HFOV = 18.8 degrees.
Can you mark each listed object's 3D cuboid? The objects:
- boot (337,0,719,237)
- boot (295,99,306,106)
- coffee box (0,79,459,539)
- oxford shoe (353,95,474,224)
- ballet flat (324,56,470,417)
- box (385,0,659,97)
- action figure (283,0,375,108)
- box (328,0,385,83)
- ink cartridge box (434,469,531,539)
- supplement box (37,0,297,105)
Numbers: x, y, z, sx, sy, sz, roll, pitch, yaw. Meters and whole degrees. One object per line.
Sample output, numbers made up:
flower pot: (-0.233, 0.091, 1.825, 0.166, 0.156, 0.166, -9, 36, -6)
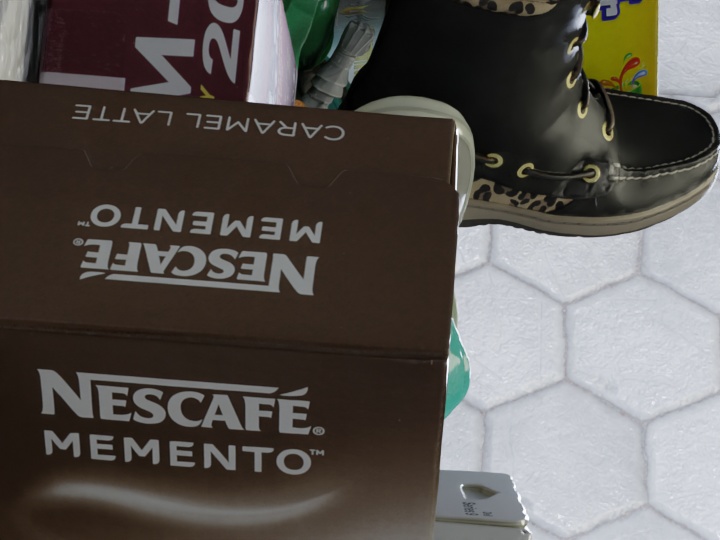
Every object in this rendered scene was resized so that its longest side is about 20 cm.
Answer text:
boot: (0.087, -0.093, 0.948, 0.073, 0.199, 0.151, -110, -152, -44)
boot: (-0.047, 0.022, 0.892, 0.200, 0.076, 0.156, 147, -69, -72)
coffee box: (-0.038, 0.059, 0.528, 0.080, 0.114, 0.201, -84, 177, -47)
oxford shoe: (0.000, 0.000, 0.928, 0.200, 0.075, 0.058, 119, -24, -49)
ballet flat: (0.008, -0.014, 1.099, 0.070, 0.067, 0.201, -9, 81, -48)
box: (0.068, -0.169, 1.078, 0.193, 0.121, 0.201, -104, -172, -55)
action figure: (-0.028, -0.107, 0.913, 0.118, 0.054, 0.201, -127, -141, -53)
box: (-0.023, -0.181, 1.156, 0.200, 0.048, 0.159, 95, -14, -72)
ink cartridge box: (0.025, 0.197, 0.992, 0.145, 0.087, 0.201, -99, -164, -86)
supplement box: (-0.055, -0.034, 0.655, 0.200, 0.061, 0.109, 79, 16, -83)
